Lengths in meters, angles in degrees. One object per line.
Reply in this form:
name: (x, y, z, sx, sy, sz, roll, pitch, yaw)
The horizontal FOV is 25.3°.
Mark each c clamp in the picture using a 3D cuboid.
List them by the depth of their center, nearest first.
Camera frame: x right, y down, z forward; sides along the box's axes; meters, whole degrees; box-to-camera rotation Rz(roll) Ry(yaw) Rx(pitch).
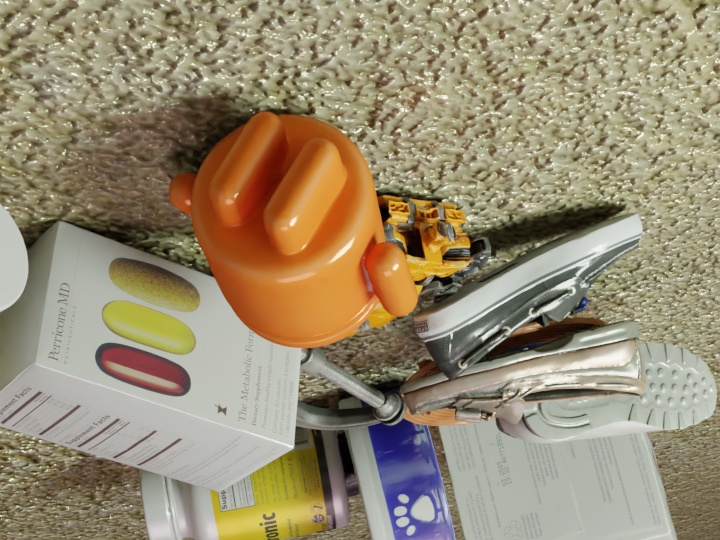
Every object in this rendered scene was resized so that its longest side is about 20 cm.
c clamp: (-0.030, 0.094, 1.283, 0.169, 0.027, 0.200, -9, 154, 24)

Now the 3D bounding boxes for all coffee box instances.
coffee box: (0.205, 0.210, 1.652, 0.198, 0.202, 0.198, -16, 160, 10)

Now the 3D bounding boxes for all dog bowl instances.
dog bowl: (0.038, 0.216, 1.576, 0.078, 0.202, 0.200, -14, 160, -2)

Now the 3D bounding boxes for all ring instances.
ring: (0.124, 0.083, 1.362, 0.198, 0.019, 0.201, -14, 157, -6)

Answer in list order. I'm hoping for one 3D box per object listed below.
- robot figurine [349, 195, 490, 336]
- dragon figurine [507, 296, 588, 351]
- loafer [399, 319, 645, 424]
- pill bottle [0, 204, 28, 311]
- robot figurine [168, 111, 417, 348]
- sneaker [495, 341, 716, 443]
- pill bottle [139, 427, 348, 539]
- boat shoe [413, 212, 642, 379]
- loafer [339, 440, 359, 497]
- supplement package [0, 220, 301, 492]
robot figurine: (0.000, 0.000, 1.186, 0.144, 0.059, 0.199, 5, 154, -40)
dragon figurine: (0.114, 0.056, 1.392, 0.199, 0.059, 0.099, -26, 154, 23)
loafer: (0.133, 0.092, 1.270, 0.198, 0.064, 0.072, -15, 175, -7)
pill bottle: (-0.302, 0.021, 0.996, 0.199, 0.112, 0.111, -26, 156, 32)
robot figurine: (-0.043, -0.023, 1.015, 0.142, 0.118, 0.200, -11, 156, 2)
sneaker: (0.214, 0.111, 1.387, 0.198, 0.077, 0.080, -3, 164, -20)
pill bottle: (-0.116, 0.218, 1.602, 0.198, 0.112, 0.111, -10, 160, -4)
boat shoe: (0.135, 0.018, 1.238, 0.199, 0.057, 0.069, -27, -175, -11)
loafer: (-0.031, 0.223, 1.743, 0.199, 0.069, 0.070, -19, 150, 9)
supplement package: (-0.153, 0.065, 1.125, 0.199, 0.115, 0.109, 21, 146, -28)
